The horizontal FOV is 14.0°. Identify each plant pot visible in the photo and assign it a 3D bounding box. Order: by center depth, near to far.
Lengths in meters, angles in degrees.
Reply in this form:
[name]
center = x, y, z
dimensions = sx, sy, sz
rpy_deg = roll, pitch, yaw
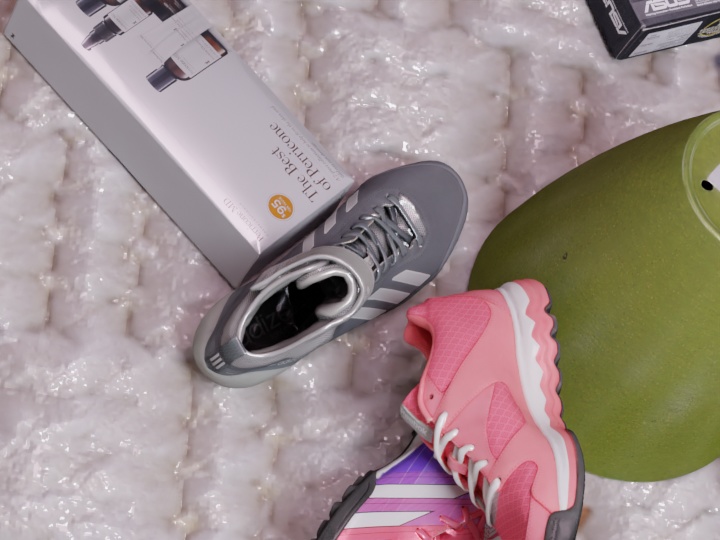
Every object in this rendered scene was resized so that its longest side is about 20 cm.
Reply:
[plant pot]
center = 0.179, -0.006, 1.620
dimensions = 0.187, 0.200, 0.187
rpy_deg = 8, 62, -16

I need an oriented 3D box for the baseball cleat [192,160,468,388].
[baseball cleat]
center = 0.000, 0.000, 1.606
dimensions = 0.200, 0.106, 0.070
rpy_deg = -40, 97, -26

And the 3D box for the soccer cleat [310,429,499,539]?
[soccer cleat]
center = 0.036, 0.134, 1.572
dimensions = 0.073, 0.068, 0.200
rpy_deg = 34, 54, 16

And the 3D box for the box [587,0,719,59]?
[box]
center = 0.219, -0.227, 1.832
dimensions = 0.200, 0.049, 0.161
rpy_deg = -15, 73, -26

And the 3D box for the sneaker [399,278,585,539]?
[sneaker]
center = 0.065, 0.091, 1.542
dimensions = 0.087, 0.074, 0.200
rpy_deg = -1, 48, -8

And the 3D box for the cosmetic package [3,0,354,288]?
[cosmetic package]
center = -0.102, -0.093, 1.647
dimensions = 0.200, 0.051, 0.083
rpy_deg = 47, 60, 6
